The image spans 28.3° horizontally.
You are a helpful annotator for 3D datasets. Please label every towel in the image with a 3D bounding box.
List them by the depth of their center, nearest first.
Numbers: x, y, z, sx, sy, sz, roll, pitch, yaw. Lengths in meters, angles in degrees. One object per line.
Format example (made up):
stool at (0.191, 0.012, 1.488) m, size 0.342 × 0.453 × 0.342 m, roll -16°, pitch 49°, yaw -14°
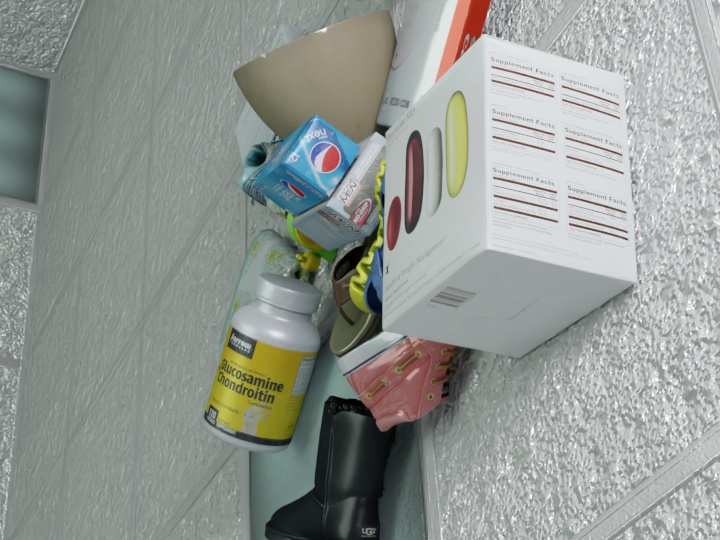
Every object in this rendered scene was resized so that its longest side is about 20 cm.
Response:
towel at (-0.128, 0.058, 1.919) m, size 0.171 × 0.048 × 0.201 m, roll 40°, pitch 115°, yaw 62°

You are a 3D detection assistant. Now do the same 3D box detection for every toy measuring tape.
toy measuring tape at (-0.046, -0.097, 1.774) m, size 0.074 × 0.073 × 0.201 m, roll -145°, pitch 70°, yaw -67°

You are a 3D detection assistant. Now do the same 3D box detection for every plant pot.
plant pot at (-0.035, -0.208, 1.694) m, size 0.200 × 0.200 × 0.135 m, roll -15°, pitch 98°, yaw 65°

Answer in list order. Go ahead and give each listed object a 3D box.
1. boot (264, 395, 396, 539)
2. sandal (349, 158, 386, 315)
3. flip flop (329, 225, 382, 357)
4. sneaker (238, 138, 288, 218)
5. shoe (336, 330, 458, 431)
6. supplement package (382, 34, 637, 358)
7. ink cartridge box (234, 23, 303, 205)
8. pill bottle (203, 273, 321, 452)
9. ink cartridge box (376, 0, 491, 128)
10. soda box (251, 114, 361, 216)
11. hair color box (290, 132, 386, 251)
boot at (-0.029, 0.220, 1.535) m, size 0.200 × 0.076 × 0.169 m, roll -2°, pitch 79°, yaw 60°
sandal at (0.051, -0.037, 1.438) m, size 0.087 × 0.079 × 0.201 m, roll -134°, pitch 51°, yaw -61°
flip flop at (0.000, 0.000, 1.618) m, size 0.081 × 0.057 × 0.201 m, roll 33°, pitch 105°, yaw 63°
sneaker at (-0.101, -0.147, 1.858) m, size 0.200 × 0.086 × 0.078 m, roll -66°, pitch 0°, yaw -61°
shoe at (0.073, 0.081, 1.395) m, size 0.200 × 0.071 × 0.091 m, roll -33°, pitch 88°, yaw 29°
supplement package at (0.122, -0.058, 1.239) m, size 0.191 × 0.146 × 0.201 m, roll 139°, pitch 138°, yaw -55°
ink cartridge box at (-0.120, -0.222, 2.063) m, size 0.200 × 0.040 × 0.200 m, roll -105°, pitch 35°, yaw -50°
pill bottle at (-0.113, 0.111, 1.740) m, size 0.112 × 0.111 × 0.201 m, roll -142°, pitch 67°, yaw -66°
ink cartridge box at (0.076, -0.229, 1.549) m, size 0.200 × 0.057 × 0.163 m, roll -139°, pitch 65°, yaw -80°
soda box at (-0.063, -0.114, 1.593) m, size 0.068 × 0.064 × 0.200 m, roll -56°, pitch 10°, yaw -11°
hair color box at (-0.011, -0.085, 1.613) m, size 0.099 × 0.061 × 0.200 m, roll -57°, pitch 9°, yaw -11°
